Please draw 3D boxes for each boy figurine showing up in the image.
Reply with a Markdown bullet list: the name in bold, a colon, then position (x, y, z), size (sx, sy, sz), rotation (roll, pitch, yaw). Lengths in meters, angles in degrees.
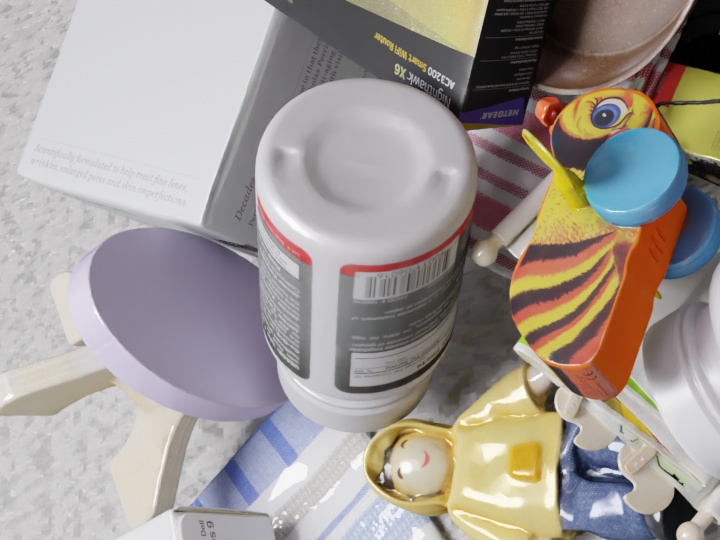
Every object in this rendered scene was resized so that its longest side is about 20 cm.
- **boy figurine**: position (0.092, 0.108, 0.814), size (0.199, 0.064, 0.125), rotation (1, 78, 34)

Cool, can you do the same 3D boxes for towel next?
- **towel**: position (-0.026, 0.177, 0.904), size (0.147, 0.024, 0.200), rotation (-48, 53, 13)
- **towel**: position (0.091, -0.104, 0.813), size (0.146, 0.030, 0.201), rotation (29, 96, 39)

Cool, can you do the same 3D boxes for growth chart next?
- **growth chart**: position (0.149, 0.028, 0.737), size (0.145, 0.018, 0.200), rotation (-38, 89, -14)

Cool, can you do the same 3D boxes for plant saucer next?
- **plant saucer**: position (0.116, -0.192, 0.739), size (0.200, 0.034, 0.201), rotation (16, 110, 51)

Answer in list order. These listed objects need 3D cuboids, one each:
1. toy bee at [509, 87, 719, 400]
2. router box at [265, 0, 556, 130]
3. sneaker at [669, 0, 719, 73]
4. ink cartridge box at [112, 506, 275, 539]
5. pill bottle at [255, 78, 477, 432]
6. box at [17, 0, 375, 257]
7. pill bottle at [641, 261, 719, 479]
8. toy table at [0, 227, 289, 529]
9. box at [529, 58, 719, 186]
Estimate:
- **toy bee**: position (0.122, -0.038, 0.686), size (0.108, 0.131, 0.200), rotation (20, 52, 42)
- **router box**: position (0.028, -0.189, 0.788), size (0.200, 0.052, 0.158), rotation (40, 129, 42)
- **sneaker**: position (0.172, -0.168, 0.839), size (0.199, 0.071, 0.100), rotation (11, 77, 34)
- **ink cartridge box**: position (-0.137, 0.250, 0.902), size (0.200, 0.087, 0.146), rotation (-32, 61, 36)
- **pill bottle**: position (0.000, 0.000, 0.792), size (0.113, 0.200, 0.114), rotation (1, 56, -2)
- **box**: position (-0.102, -0.123, 0.991), size (0.198, 0.131, 0.201), rotation (16, 85, 39)
- **pill bottle**: position (0.232, 0.017, 0.644), size (0.200, 0.112, 0.113), rotation (-33, 58, 32)
- **toy table**: position (-0.133, 0.056, 0.909), size (0.117, 0.200, 0.184), rotation (-36, 54, 27)
- **box**: position (0.182, -0.083, 0.804), size (0.200, 0.075, 0.050), rotation (23, 89, 40)
